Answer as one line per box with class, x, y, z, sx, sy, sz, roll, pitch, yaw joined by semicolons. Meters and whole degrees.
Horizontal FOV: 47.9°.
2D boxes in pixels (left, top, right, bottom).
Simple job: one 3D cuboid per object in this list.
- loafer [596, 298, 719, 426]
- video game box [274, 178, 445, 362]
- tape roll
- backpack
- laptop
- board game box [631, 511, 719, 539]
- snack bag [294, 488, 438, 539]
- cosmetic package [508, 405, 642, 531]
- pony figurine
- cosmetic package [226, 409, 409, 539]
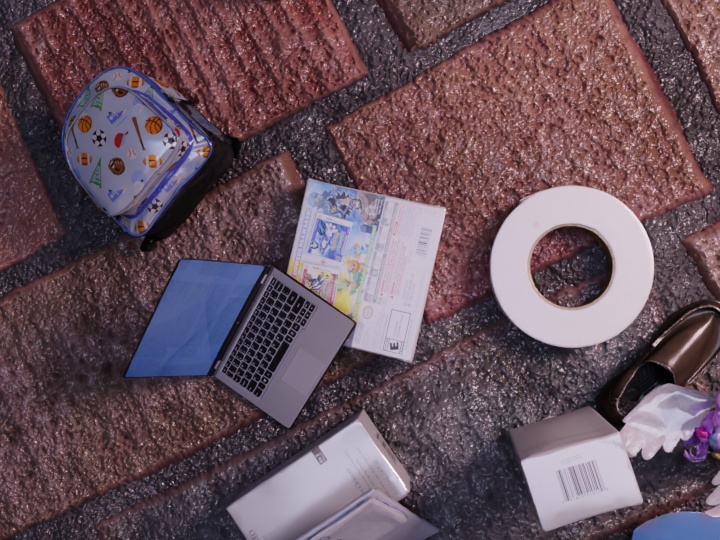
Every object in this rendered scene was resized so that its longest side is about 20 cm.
loafer;0.374;0.117;0.975;0.073;0.071;0.200;43;93;6
video game box;0.000;0.000;1.034;0.182;0.047;0.201;13;90;5
tape roll;0.260;-0.005;1.009;0.202;0.037;0.204;0;88;7
backpack;-0.283;-0.155;1.025;0.200;0.154;0.191;-46;74;6
laptop;-0.146;0.096;0.981;0.200;0.116;0.188;34;116;6
board game box;0.393;0.385;0.983;0.157;0.039;0.201;9;94;2
snack bag;-0.017;0.339;0.962;0.188;0.200;0.021;-36;51;6
cosmetic package;0.237;0.218;0.923;0.113;0.200;0.081;-18;85;8
pony figurine;0.413;0.169;0.908;0.166;0.200;0.193;35;93;43
cosmetic package;-0.050;0.276;1.005;0.200;0.081;0.113;-36;86;3
